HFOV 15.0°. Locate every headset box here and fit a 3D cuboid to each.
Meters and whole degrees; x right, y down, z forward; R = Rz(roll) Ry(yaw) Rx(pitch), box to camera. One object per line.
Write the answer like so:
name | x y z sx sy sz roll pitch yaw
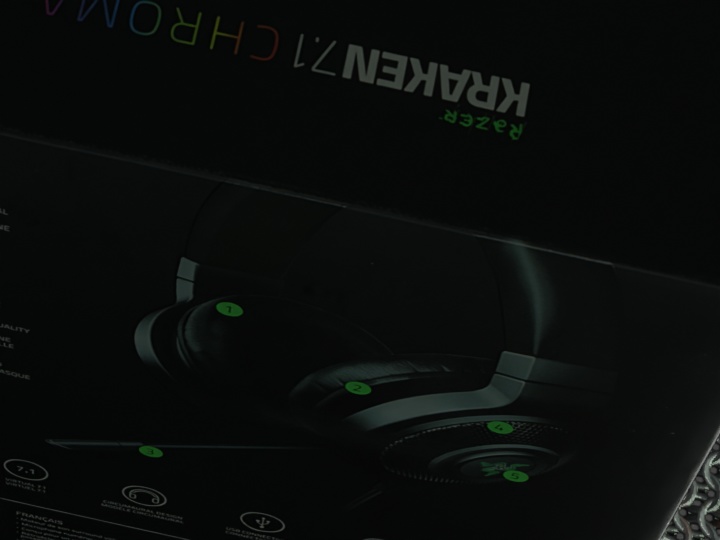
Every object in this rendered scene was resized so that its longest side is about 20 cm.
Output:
headset box | -0.019 -0.011 0.505 0.200 0.173 0.093 102 0 -62
